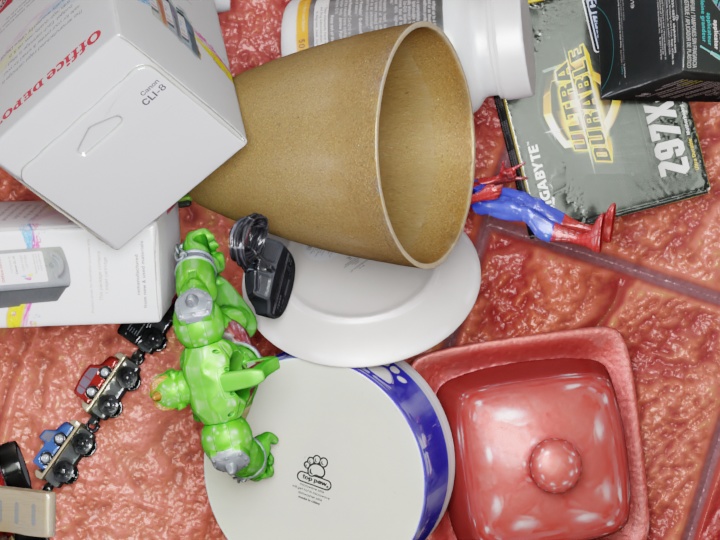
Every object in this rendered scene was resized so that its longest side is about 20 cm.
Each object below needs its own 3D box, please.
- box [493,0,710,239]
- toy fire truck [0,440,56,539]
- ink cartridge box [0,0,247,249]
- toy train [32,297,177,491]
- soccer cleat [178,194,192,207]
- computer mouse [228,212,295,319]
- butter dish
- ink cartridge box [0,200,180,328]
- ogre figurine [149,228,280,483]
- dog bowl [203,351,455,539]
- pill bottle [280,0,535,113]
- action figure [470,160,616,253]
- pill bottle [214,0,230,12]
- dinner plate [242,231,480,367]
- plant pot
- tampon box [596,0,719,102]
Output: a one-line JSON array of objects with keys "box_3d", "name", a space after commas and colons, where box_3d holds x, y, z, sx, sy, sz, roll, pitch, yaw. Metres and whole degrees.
[{"box_3d": [0.200, -0.143, 1.762, 0.158, 0.049, 0.202, -14, 91, -7], "name": "box"}, {"box_3d": [-0.287, 0.229, 1.641, 0.128, 0.200, 0.177, -18, 92, -4], "name": "toy fire truck"}, {"box_3d": [-0.195, -0.150, 1.563, 0.145, 0.201, 0.144, -38, 127, 18], "name": "ink cartridge box"}, {"box_3d": [-0.217, 0.099, 1.729, 0.046, 0.034, 0.201, 33, 84, 8], "name": "toy train"}, {"box_3d": [-0.142, -0.100, 1.733, 0.198, 0.065, 0.084, 6, 60, -1], "name": "soccer cleat"}, {"box_3d": [-0.083, -0.006, 1.567, 0.034, 0.200, 0.059, 13, 78, 10], "name": "computer mouse"}, {"box_3d": [0.150, 0.157, 1.709, 0.198, 0.148, 0.201, -7, 92, -6], "name": "butter dish"}, {"box_3d": [-0.250, -0.008, 1.657, 0.198, 0.148, 0.086, -3, 101, 3], "name": "ink cartridge box"}, {"box_3d": [-0.109, 0.075, 1.592, 0.097, 0.120, 0.202, 6, 99, 3], "name": "ogre figurine"}, {"box_3d": [-0.026, 0.160, 1.687, 0.199, 0.079, 0.202, 3, 100, 19], "name": "dog bowl"}, {"box_3d": [0.041, -0.179, 1.691, 0.198, 0.116, 0.117, -5, 91, 11], "name": "pill bottle"}, {"box_3d": [0.112, -0.060, 1.714, 0.198, 0.065, 0.052, 11, 112, 17], "name": "action figure"}, {"box_3d": [-0.212, -0.245, 1.689, 0.198, 0.116, 0.117, -10, 91, -6], "name": "pill bottle"}, {"box_3d": [0.000, 0.000, 1.687, 0.199, 0.201, 0.024, -12, 133, -5], "name": "dinner plate"}, {"box_3d": [-0.035, -0.094, 1.596, 0.199, 0.186, 0.188, 0, 90, 27], "name": "plant pot"}, {"box_3d": [0.312, -0.223, 1.698, 0.199, 0.126, 0.151, -1, 85, -25], "name": "tampon box"}]
